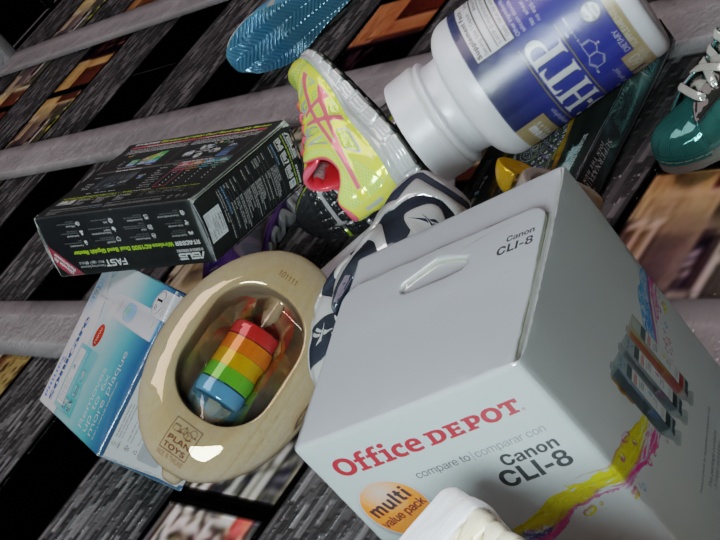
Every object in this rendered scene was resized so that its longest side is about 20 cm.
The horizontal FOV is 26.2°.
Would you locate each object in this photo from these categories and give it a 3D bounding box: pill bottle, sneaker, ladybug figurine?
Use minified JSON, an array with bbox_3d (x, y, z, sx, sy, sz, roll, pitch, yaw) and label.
[{"bbox_3d":[0.122,-0.160,1.173,0.199,0.120,0.120,-35,25,17],"label":"pill bottle"},{"bbox_3d":[0.005,0.038,1.070,0.200,0.079,0.130,-53,3,32],"label":"sneaker"},{"bbox_3d":[0.267,-0.154,1.056,0.200,0.080,0.071,-42,24,3],"label":"sneaker"},{"bbox_3d":[-0.080,-0.308,1.870,0.199,0.077,0.081,-40,15,-7],"label":"sneaker"},{"bbox_3d":[0.021,-0.103,1.386,0.199,0.074,0.081,-40,13,-7],"label":"sneaker"},{"bbox_3d":[-0.093,0.080,1.199,0.201,0.135,0.072,-53,-12,-14],"label":"ladybug figurine"},{"bbox_3d":[-0.121,-0.033,1.453,0.080,0.089,0.201,-22,32,35],"label":"sneaker"},{"bbox_3d":[-0.024,-0.114,1.301,0.090,0.078,0.200,-46,41,7],"label":"sneaker"}]

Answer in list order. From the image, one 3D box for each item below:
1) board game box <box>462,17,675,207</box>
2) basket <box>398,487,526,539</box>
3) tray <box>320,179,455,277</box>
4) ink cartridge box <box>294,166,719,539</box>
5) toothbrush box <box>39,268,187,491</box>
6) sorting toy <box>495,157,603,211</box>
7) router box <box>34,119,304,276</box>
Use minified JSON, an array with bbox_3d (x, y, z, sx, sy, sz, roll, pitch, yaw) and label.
[{"bbox_3d":[0.157,-0.108,1.215,0.134,0.028,0.201,-13,37,48],"label":"board game box"},{"bbox_3d":[0.043,0.217,0.643,0.200,0.136,0.123,-50,27,-14],"label":"basket"},{"bbox_3d":[0.000,0.000,1.254,0.200,0.022,0.108,-41,23,28],"label":"tray"},{"bbox_3d":[0.091,0.082,0.795,0.144,0.200,0.145,-25,29,34],"label":"ink cartridge box"},{"bbox_3d":[-0.185,0.083,1.323,0.148,0.085,0.200,-64,25,-3],"label":"toothbrush box"},{"bbox_3d":[0.096,0.041,1.017,0.181,0.106,0.201,-56,19,19],"label":"sorting toy"},{"bbox_3d":[-0.167,-0.063,1.362,0.198,0.063,0.150,-4,28,37],"label":"router box"}]
